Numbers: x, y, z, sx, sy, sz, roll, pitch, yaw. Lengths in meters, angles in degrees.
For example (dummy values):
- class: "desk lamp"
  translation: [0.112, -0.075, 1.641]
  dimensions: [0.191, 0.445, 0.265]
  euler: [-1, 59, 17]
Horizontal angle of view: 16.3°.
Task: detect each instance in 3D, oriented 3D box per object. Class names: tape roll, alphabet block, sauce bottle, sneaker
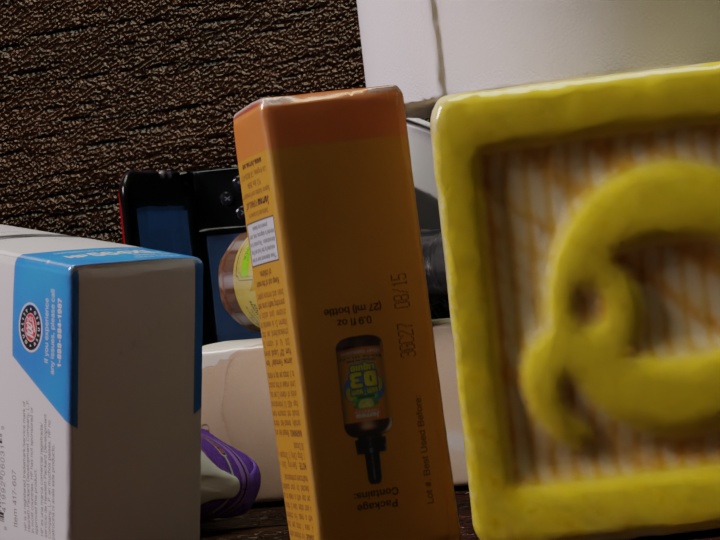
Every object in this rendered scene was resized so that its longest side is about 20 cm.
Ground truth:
- class: "tape roll"
  translation: [0.095, -0.152, 1.202]
  dimensions: [0.201, 0.140, 0.203]
  euler: [-7, 1, 0]
- class: "alphabet block"
  translation: [0.133, 0.012, 1.136]
  dimensions: [0.194, 0.198, 0.200]
  euler: [-8, 0, 1]
- class: "sauce bottle"
  translation: [0.000, 0.000, 1.400]
  dimensions: [0.064, 0.065, 0.199]
  euler: [-7, 0, -40]
- class: "sneaker"
  translation: [-0.122, 0.113, 1.360]
  dimensions: [0.083, 0.081, 0.200]
  euler: [13, -3, -33]

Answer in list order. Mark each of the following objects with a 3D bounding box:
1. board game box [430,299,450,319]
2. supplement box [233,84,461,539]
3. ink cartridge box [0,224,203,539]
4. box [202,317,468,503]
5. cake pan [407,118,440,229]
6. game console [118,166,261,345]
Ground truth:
- class: "board game box"
  translation: [0.022, 0.034, 1.514]
  dimensions: [0.104, 0.024, 0.201]
  euler: [26, -30, 14]
- class: "supplement box"
  translation: [-0.007, 0.025, 1.082]
  dimensions: [0.066, 0.202, 0.069]
  euler: [-7, -3, -17]
- class: "ink cartridge box"
  translation: [-0.171, 0.055, 1.261]
  dimensions: [0.084, 0.147, 0.199]
  euler: [-6, 11, -41]
- class: "box"
  translation: [0.005, 0.078, 1.420]
  dimensions: [0.198, 0.096, 0.078]
  euler: [-8, 0, 18]
- class: "cake pan"
  translation: [0.040, -0.013, 1.487]
  dimensions: [0.200, 0.200, 0.037]
  euler: [-6, 41, 51]
- class: "game console"
  translation: [-0.072, 0.031, 1.618]
  dimensions: [0.171, 0.202, 0.119]
  euler: [-6, 1, -15]
